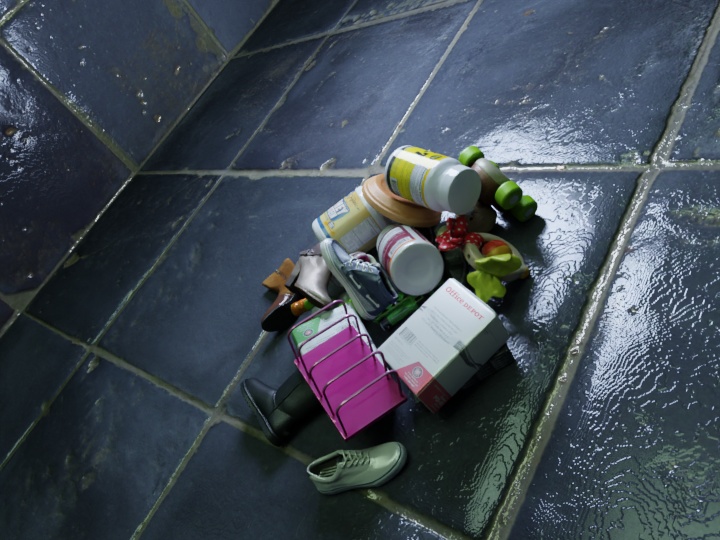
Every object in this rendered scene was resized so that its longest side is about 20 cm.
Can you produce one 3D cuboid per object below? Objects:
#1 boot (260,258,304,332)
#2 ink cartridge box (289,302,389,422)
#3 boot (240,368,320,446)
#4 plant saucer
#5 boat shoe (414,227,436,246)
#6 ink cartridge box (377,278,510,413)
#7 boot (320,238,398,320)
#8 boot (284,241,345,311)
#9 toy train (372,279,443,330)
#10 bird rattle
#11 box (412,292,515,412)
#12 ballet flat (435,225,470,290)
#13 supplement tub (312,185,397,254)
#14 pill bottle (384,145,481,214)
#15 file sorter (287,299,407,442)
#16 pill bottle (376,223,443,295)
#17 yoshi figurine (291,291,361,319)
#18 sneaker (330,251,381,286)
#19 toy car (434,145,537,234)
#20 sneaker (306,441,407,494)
[{"bbox_3d":[-0.218,0.058,1.620,0.189,0.069,0.199,-49,37,-8],"label":"boot"},{"bbox_3d":[-0.039,0.186,1.261,0.145,0.084,0.201,-23,50,-9],"label":"ink cartridge box"},{"bbox_3d":[-0.164,0.263,1.360,0.168,0.076,0.200,-45,44,1],"label":"boot"},{"bbox_3d":[0.100,-0.170,1.429,0.201,0.198,0.038,-110,36,-51],"label":"plant saucer"},{"bbox_3d":[0.138,-0.112,1.478,0.073,0.060,0.201,-21,42,17],"label":"boat shoe"},{"bbox_3d":[0.152,0.135,1.129,0.200,0.083,0.146,-44,40,-2],"label":"ink cartridge box"},{"bbox_3d":[0.000,0.000,1.312,0.090,0.201,0.073,-37,-5,31],"label":"boot"},{"bbox_3d":[-0.084,0.002,1.379,0.146,0.070,0.199,-48,40,-15],"label":"boot"},{"bbox_3d":[0.113,0.064,1.348,0.199,0.042,0.057,-37,48,7],"label":"toy train"},{"bbox_3d":[0.249,-0.027,1.237,0.200,0.161,0.114,53,133,47],"label":"bird rattle"},{"bbox_3d":[0.176,0.156,1.192,0.199,0.049,0.162,-32,42,12],"label":"box"},{"bbox_3d":[0.196,-0.010,1.291,0.066,0.057,0.202,-14,62,13],"label":"ballet flat"},{"bbox_3d":[-0.006,-0.118,1.541,0.199,0.145,0.145,-36,37,7],"label":"supplement tub"},{"bbox_3d":[0.151,-0.189,1.298,0.115,0.114,0.199,-49,42,-10],"label":"pill bottle"},{"bbox_3d":[-0.030,0.174,1.132,0.138,0.126,0.200,-30,53,-14],"label":"file sorter"},{"bbox_3d":[0.099,-0.031,1.328,0.114,0.114,0.200,-39,20,3],"label":"pill bottle"},{"bbox_3d":[-0.067,0.100,1.425,0.198,0.112,0.113,-14,60,28],"label":"yoshi figurine"},{"bbox_3d":[-0.007,-0.004,1.418,0.081,0.089,0.199,-14,27,-38],"label":"sneaker"},{"bbox_3d":[0.250,-0.133,1.345,0.200,0.157,0.165,-49,52,16],"label":"toy car"},{"bbox_3d":[-0.010,0.362,1.136,0.199,0.071,0.074,-27,39,18],"label":"sneaker"}]
